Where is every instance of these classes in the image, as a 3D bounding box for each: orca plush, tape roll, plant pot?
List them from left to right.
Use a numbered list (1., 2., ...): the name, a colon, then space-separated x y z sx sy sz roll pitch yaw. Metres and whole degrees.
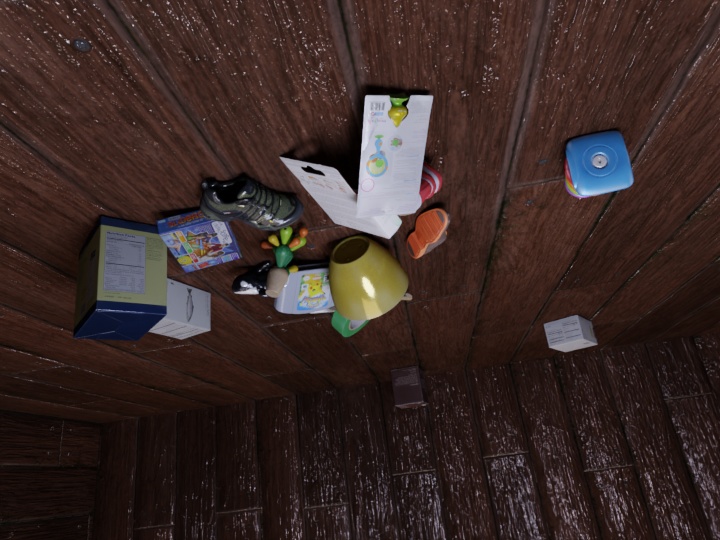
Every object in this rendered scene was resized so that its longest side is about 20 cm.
1. orca plush: -0.231 0.013 1.315 0.199 0.105 0.071 1 125 -13
2. plant pot: 0.000 0.000 1.236 0.199 0.200 0.142 -14 129 17
3. tape roll: 0.001 0.100 1.466 0.200 0.048 0.201 -43 158 -21

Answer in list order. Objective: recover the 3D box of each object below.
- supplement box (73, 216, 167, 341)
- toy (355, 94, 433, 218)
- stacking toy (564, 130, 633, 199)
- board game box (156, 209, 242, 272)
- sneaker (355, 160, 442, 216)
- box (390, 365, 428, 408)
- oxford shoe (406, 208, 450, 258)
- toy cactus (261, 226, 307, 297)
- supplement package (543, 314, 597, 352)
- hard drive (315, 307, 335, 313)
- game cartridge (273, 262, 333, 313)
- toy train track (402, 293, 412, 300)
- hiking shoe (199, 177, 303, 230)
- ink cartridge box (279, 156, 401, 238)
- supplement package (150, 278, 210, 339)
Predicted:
1. supplement box: -0.511 0.025 1.081 0.134 0.201 0.200 10 152 -38
2. toy: 0.047 -0.189 0.835 0.115 0.047 0.201 -7 126 -20
3. stacking toy: 0.456 -0.189 1.028 0.109 0.117 0.200 -11 171 9
4. board game box: -0.343 -0.064 1.104 0.135 0.035 0.200 -15 159 -10
5. sneaker: 0.074 -0.158 0.994 0.112 0.071 0.200 -40 -153 -25
6. box: 0.275 0.655 2.844 0.164 0.201 0.166 -12 157 14
7. oxford shoe: 0.172 -0.097 1.199 0.073 0.072 0.200 -21 167 -21
8. toy cactus: -0.183 -0.021 1.140 0.102 0.166 0.200 20 146 -10
9. supplement package: 0.943 0.285 2.275 0.155 0.111 0.200 -23 153 35
10. hard drive: -0.066 0.117 1.622 0.199 0.027 0.132 -4 177 -10
11. game cartridge: -0.127 0.047 1.334 0.199 0.040 0.134 -8 125 -34
12. toy train track: 0.063 0.075 1.608 0.199 0.033 0.115 1 164 -5
13. hiking shoe: -0.203 -0.130 0.968 0.199 0.076 0.101 1 160 -17
14. ink cartridge box: -0.034 -0.146 0.930 0.161 0.050 0.200 21 159 42
15. supplement package: -0.518 0.102 1.375 0.117 0.117 0.200 -18 156 23
